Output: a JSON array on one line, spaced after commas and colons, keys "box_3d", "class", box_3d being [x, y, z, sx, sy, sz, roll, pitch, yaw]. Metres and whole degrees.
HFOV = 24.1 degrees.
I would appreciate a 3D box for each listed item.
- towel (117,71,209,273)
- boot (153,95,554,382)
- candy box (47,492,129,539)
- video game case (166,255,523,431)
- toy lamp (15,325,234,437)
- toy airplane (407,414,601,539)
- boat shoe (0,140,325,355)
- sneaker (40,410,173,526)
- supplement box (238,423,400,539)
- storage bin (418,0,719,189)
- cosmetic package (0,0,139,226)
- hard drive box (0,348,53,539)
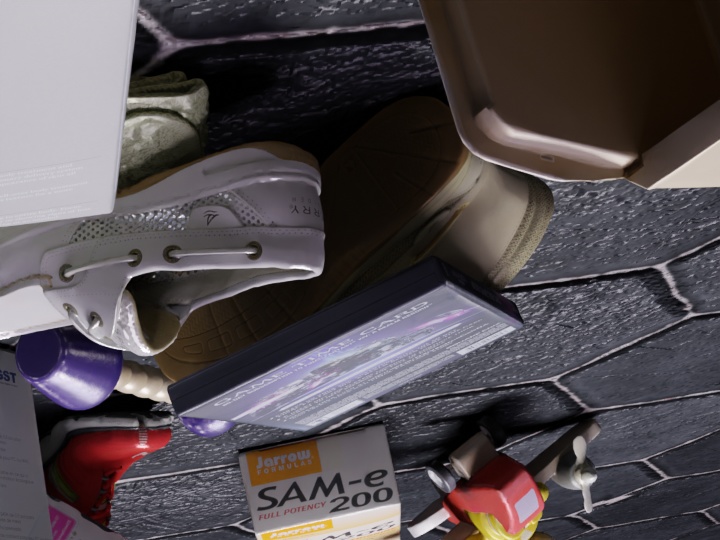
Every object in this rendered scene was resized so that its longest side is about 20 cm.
[{"box_3d": [-0.145, -0.033, 0.794, 0.147, 0.037, 0.200, -7, 160, -11], "class": "towel"}, {"box_3d": [0.000, 0.000, 0.883, 0.200, 0.073, 0.155, -40, 155, 14], "class": "boot"}, {"box_3d": [-0.250, 0.212, 1.192, 0.199, 0.072, 0.168, 31, 147, -5], "class": "candy box"}, {"box_3d": [0.001, 0.043, 0.860, 0.142, 0.019, 0.200, -26, 166, 11], "class": "video game case"}, {"box_3d": [-0.142, 0.066, 1.046, 0.058, 0.059, 0.200, -19, 161, 19], "class": "toy lamp"}, {"box_3d": [0.119, 0.221, 1.491, 0.200, 0.141, 0.199, -49, 168, 27], "class": "toy airplane"}, {"box_3d": [-0.106, 0.005, 0.760, 0.199, 0.070, 0.071, -20, 159, 25], "class": "boat shoe"}, {"box_3d": [-0.192, 0.154, 1.215, 0.077, 0.085, 0.200, 2, 157, -38], "class": "sneaker"}, {"box_3d": [-0.032, 0.203, 1.468, 0.125, 0.074, 0.200, -12, 161, -2], "class": "supplement box"}, {"box_3d": [0.088, -0.146, 0.373, 0.093, 0.200, 0.200, -3, 159, -34], "class": "storage bin"}, {"box_3d": [-0.135, -0.087, 0.576, 0.106, 0.091, 0.200, -6, 157, -16], "class": "cosmetic package"}, {"box_3d": [-0.253, 0.140, 0.963, 0.076, 0.201, 0.156, -20, 159, 24], "class": "hard drive box"}]
